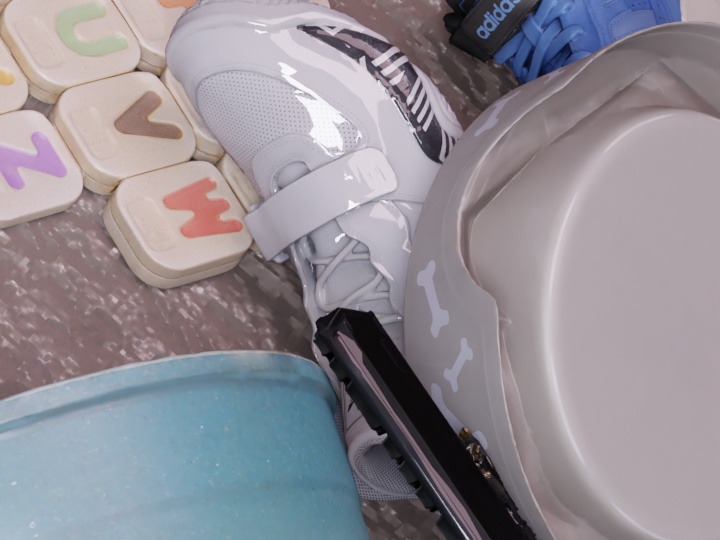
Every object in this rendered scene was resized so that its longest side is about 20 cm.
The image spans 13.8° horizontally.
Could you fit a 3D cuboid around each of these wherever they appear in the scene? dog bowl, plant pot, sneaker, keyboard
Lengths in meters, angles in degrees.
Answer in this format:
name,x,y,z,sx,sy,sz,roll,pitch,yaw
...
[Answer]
name,x,y,z,sx,sy,sz,roll,pitch,yaw
dog bowl,0.095,0.020,0.984,0.200,0.059,0.201,3,85,-43
plant pot,-0.068,0.149,0.787,0.199,0.200,0.189,-9,69,-37
sneaker,0.075,-0.073,1.115,0.111,0.077,0.200,33,38,-15
keyboard,0.049,0.096,0.846,0.200,0.021,0.127,57,6,7
sneaker,0.000,0.000,1.005,0.200,0.075,0.115,44,45,-13

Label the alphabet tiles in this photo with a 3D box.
name,x,y,z,sx,sy,sz,roll,pitch,yaw
alphabet tiles,-0.086,-0.087,1.071,0.195,0.015,0.200,-18,68,-41
